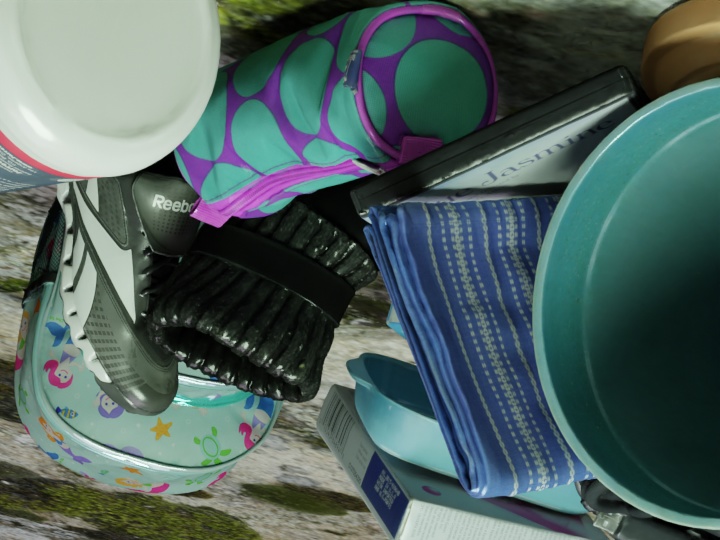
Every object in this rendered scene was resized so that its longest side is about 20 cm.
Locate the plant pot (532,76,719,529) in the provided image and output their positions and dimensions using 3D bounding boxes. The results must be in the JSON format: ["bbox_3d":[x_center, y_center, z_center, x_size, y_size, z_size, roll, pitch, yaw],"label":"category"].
[{"bbox_3d":[0.213,0.025,1.125,0.200,0.200,0.188,1,173,37],"label":"plant pot"}]

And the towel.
[{"bbox_3d":[0.093,0.029,1.142,0.200,0.145,0.024,-6,161,-48],"label":"towel"}]

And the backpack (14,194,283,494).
[{"bbox_3d":[-0.122,0.035,1.508,0.177,0.200,0.151,19,163,-13],"label":"backpack"}]

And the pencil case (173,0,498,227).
[{"bbox_3d":[-0.018,-0.078,1.234,0.085,0.093,0.200,23,162,-27],"label":"pencil case"}]

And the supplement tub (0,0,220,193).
[{"bbox_3d":[-0.177,-0.108,1.177,0.140,0.141,0.200,26,160,-37],"label":"supplement tub"}]

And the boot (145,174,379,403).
[{"bbox_3d":[0.000,0.001,1.340,0.211,0.158,0.079,9,145,19],"label":"boot"}]

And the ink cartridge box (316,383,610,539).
[{"bbox_3d":[0.089,0.146,1.583,0.200,0.043,0.196,14,-166,-21],"label":"ink cartridge box"}]

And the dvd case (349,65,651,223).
[{"bbox_3d":[0.087,-0.044,1.201,0.143,0.018,0.200,-24,164,11],"label":"dvd case"}]

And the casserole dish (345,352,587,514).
[{"bbox_3d":[0.077,0.107,1.544,0.200,0.039,0.121,20,-169,-14],"label":"casserole dish"}]

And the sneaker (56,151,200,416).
[{"bbox_3d":[-0.127,-0.018,1.383,0.090,0.200,0.066,-17,171,39],"label":"sneaker"}]

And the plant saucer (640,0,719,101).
[{"bbox_3d":[0.230,-0.077,1.140,0.200,0.032,0.200,12,164,3],"label":"plant saucer"}]

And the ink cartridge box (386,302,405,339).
[{"bbox_3d":[0.115,0.043,1.576,0.115,0.068,0.200,5,161,29],"label":"ink cartridge box"}]

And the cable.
[{"bbox_3d":[0.210,0.138,1.256,0.200,0.051,0.163,24,167,-5],"label":"cable"}]
